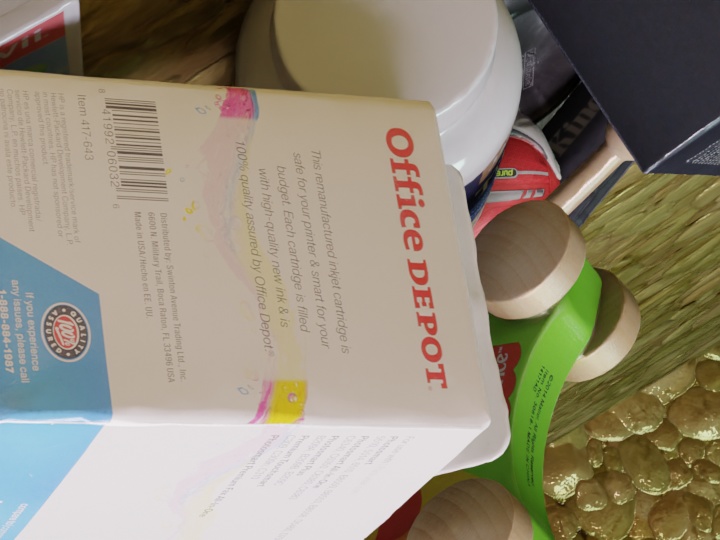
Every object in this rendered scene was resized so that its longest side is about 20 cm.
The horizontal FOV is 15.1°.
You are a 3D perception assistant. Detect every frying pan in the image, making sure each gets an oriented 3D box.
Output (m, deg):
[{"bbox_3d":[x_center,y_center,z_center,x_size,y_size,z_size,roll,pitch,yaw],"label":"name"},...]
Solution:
[{"bbox_3d":[0.097,-0.104,1.272,0.190,0.031,0.115,-6,134,-37],"label":"frying pan"}]

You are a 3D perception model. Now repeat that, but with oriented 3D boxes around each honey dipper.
[{"bbox_3d":[0.051,0.002,1.154,0.200,0.038,0.038,-46,166,16],"label":"honey dipper"}]

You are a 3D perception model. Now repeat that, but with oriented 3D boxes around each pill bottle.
[{"bbox_3d":[0.006,-0.068,1.072,0.111,0.111,0.200,-31,170,-9],"label":"pill bottle"}]

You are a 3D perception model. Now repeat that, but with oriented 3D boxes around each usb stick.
[{"bbox_3d":[0.112,-0.066,1.250,0.200,0.033,0.055,-50,-150,-4],"label":"usb stick"}]

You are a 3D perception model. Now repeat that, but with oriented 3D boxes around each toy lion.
[{"bbox_3d":[0.000,0.081,1.055,0.192,0.200,0.069,-9,142,33],"label":"toy lion"}]

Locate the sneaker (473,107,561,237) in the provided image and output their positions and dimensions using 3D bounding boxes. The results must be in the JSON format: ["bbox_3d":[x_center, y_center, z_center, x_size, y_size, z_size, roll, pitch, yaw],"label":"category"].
[{"bbox_3d":[0.000,0.000,1.199,0.200,0.085,0.077,-30,176,4],"label":"sneaker"}]

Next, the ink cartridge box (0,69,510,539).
[{"bbox_3d":[-0.055,0.020,0.944,0.200,0.129,0.125,4,153,-24],"label":"ink cartridge box"}]

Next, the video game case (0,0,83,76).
[{"bbox_3d":[-0.163,-0.035,0.978,0.143,0.017,0.200,-31,169,-11],"label":"video game case"}]

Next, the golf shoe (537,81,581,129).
[{"bbox_3d":[0.046,-0.059,1.379,0.088,0.077,0.200,-18,154,-31],"label":"golf shoe"}]

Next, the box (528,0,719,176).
[{"bbox_3d":[0.142,-0.126,1.122,0.104,0.148,0.200,-36,168,18],"label":"box"}]
